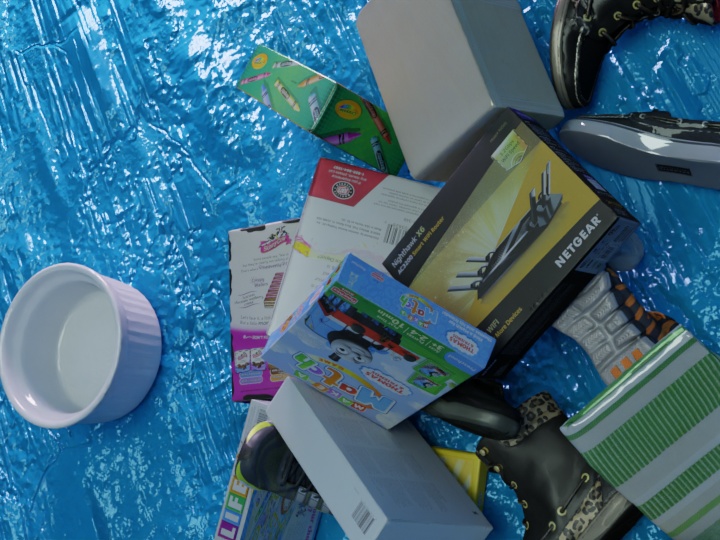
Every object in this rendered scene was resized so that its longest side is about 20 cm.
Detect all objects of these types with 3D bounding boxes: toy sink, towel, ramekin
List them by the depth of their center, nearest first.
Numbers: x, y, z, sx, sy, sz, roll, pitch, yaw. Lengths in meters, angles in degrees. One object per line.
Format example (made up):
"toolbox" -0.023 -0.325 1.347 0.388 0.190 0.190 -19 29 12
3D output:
"towel" 0.292 0.154 0.965 0.153 0.200 0.023 -44 19 16
"toy sink" 0.099 -0.206 1.116 0.130 0.112 0.200 -41 60 43
"ramekin" -0.343 0.096 1.370 0.200 0.098 0.201 -5 79 28

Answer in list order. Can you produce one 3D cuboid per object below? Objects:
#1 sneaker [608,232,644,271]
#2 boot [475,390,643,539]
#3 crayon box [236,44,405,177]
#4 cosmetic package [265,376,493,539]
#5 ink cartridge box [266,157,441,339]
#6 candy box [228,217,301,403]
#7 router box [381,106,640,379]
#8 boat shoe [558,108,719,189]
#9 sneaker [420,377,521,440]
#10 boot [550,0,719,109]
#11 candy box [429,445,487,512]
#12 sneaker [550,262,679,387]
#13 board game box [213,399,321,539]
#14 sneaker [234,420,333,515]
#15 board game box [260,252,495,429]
"sneaker" 0.183 -0.018 1.115 0.200 0.078 0.100 11 121 18
"boot" 0.165 0.230 1.070 0.200 0.073 0.151 -50 58 19
"crayon box" -0.039 -0.175 1.194 0.058 0.119 0.200 -60 36 6
"cosmetic package" 0.016 0.192 1.076 0.052 0.151 0.200 -58 45 19
"ink cartridge box" 0.000 0.000 1.156 0.147 0.086 0.200 16 81 4
"candy box" -0.077 0.046 1.248 0.136 0.061 0.200 -8 78 28
"router box" 0.133 -0.024 1.020 0.200 0.052 0.157 -52 57 21
"boat shoe" 0.293 -0.125 1.071 0.200 0.069 0.057 17 71 30
"sneaker" 0.107 0.100 1.086 0.114 0.076 0.199 -66 17 -2
"boot" 0.275 -0.255 1.089 0.150 0.073 0.200 9 82 30
"candy box" 0.072 0.282 1.140 0.102 0.026 0.200 4 83 29
"sneaker" 0.236 0.041 1.040 0.078 0.112 0.200 -40 67 28
"board game box" -0.089 0.242 1.176 0.034 0.134 0.200 14 88 35
"sneaker" -0.045 0.206 1.115 0.081 0.200 0.074 11 78 43
"board game box" 0.010 0.072 1.016 0.200 0.151 0.037 -44 18 57
